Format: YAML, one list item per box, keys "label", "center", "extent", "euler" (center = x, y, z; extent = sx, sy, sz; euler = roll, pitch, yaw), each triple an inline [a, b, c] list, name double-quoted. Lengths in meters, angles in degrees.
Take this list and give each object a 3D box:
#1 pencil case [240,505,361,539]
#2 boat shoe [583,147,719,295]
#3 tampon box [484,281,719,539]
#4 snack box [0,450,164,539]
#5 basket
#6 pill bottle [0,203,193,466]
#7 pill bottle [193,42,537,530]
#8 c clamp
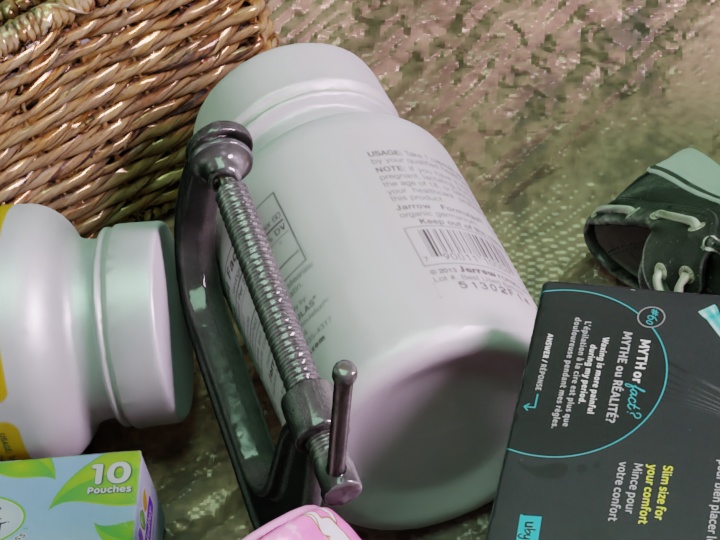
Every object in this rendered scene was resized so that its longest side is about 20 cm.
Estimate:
- label: "pencil case"
  center: [0.017, 0.177, 0.842]
  extent: [0.086, 0.083, 0.200]
  euler: [-40, 77, -6]
- label: "boat shoe"
  center: [0.148, 0.005, 0.995]
  extent: [0.063, 0.071, 0.200]
  euler: [-27, 18, -8]
- label: "tampon box"
  center: [0.155, 0.107, 0.890]
  extent: [0.199, 0.127, 0.150]
  euler: [5, 50, 15]
- label: "snack box"
  center: [-0.155, 0.167, 0.949]
  extent: [0.142, 0.053, 0.201]
  euler: [-4, 47, 7]
- label: "basket"
  center: [-0.148, -0.104, 1.129]
  extent: [0.200, 0.149, 0.143]
  euler: [-31, 50, -15]
- label: "pill bottle"
  center: [-0.175, 0.032, 1.036]
  extent: [0.199, 0.113, 0.113]
  euler: [-6, 47, 6]
- label: "pill bottle"
  center: [0.000, 0.000, 1.027]
  extent: [0.114, 0.115, 0.200]
  euler: [-20, 48, -7]
- label: "c clamp"
  center: [-0.036, 0.021, 0.941]
  extent: [0.027, 0.171, 0.200]
  euler: [-11, 49, -17]
